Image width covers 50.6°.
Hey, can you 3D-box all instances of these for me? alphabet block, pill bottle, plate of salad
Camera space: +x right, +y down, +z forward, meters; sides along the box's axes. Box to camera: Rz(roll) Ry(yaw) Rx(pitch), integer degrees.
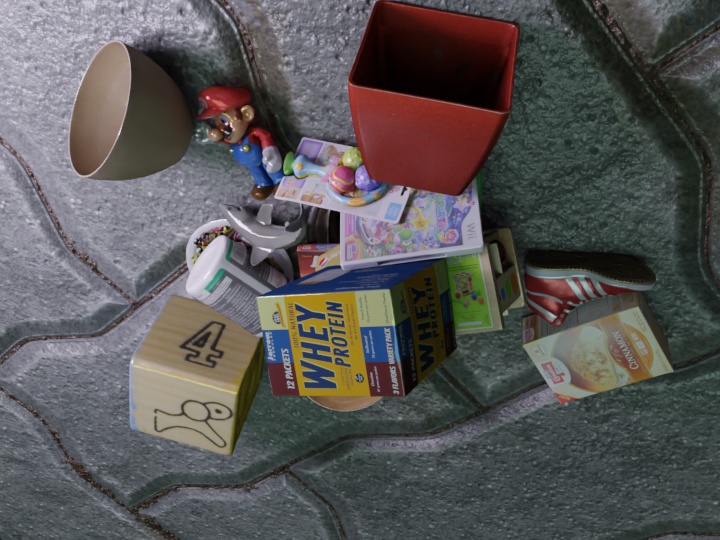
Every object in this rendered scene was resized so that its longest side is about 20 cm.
[{"bbox_3d":[-0.298,0.193,1.414,0.198,0.197,0.196,15,130,1],"label":"alphabet block"},{"bbox_3d":[-0.180,0.040,1.272,0.199,0.114,0.113,36,126,-23],"label":"pill bottle"},{"bbox_3d":[-0.216,0.000,1.342,0.198,0.048,0.201,7,128,9],"label":"plate of salad"}]

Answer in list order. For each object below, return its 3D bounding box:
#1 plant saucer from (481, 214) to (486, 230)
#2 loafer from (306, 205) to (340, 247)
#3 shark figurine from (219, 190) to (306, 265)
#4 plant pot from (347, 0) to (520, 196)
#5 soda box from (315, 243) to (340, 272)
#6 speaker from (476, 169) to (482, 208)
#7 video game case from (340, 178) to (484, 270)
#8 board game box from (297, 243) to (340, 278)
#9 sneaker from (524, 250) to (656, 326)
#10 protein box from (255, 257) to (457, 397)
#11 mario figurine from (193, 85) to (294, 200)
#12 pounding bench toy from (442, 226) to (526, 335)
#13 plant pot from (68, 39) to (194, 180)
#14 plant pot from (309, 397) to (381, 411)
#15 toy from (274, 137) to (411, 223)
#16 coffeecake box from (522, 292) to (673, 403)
[{"bbox_3d":[0.097,-0.014,1.266,0.198,0.037,0.201,8,128,6],"label":"plant saucer"},{"bbox_3d":[-0.052,-0.058,1.253,0.070,0.073,0.201,4,133,-2],"label":"loafer"},{"bbox_3d":[-0.140,-0.048,1.206,0.213,0.090,0.128,4,142,48],"label":"shark figurine"},{"bbox_3d":[0.091,-0.218,1.023,0.198,0.201,0.177,12,139,4],"label":"plant pot"},{"bbox_3d":[0.015,0.045,1.225,0.067,0.064,0.200,-29,126,27],"label":"soda box"},{"bbox_3d":[0.083,-0.121,1.156,0.198,0.089,0.089,2,127,12],"label":"speaker"},{"bbox_3d":[0.069,-0.077,1.074,0.198,0.144,0.018,-7,147,11],"label":"video game case"},{"bbox_3d":[0.000,0.000,1.241,0.198,0.020,0.104,0,132,4],"label":"board game box"},{"bbox_3d":[0.361,0.035,1.217,0.198,0.071,0.113,7,124,18],"label":"sneaker"},{"bbox_3d":[0.001,0.072,1.028,0.197,0.200,0.136,-4,100,27],"label":"protein box"},{"bbox_3d":[-0.187,-0.185,1.156,0.123,0.106,0.201,-25,122,14],"label":"mario figurine"},{"bbox_3d":[0.131,0.019,1.154,0.198,0.156,0.126,-9,98,28],"label":"pounding bench toy"},{"bbox_3d":[-0.328,-0.220,1.132,0.134,0.202,0.200,13,138,-41],"label":"plant pot"},{"bbox_3d":[-0.025,0.142,1.323,0.198,0.202,0.027,9,172,6],"label":"plant pot"},{"bbox_3d":[-0.022,-0.143,1.100,0.198,0.116,0.047,12,154,23],"label":"toy"},{"bbox_3d":[0.394,0.123,1.275,0.199,0.073,0.154,-23,119,28],"label":"coffeecake box"}]
